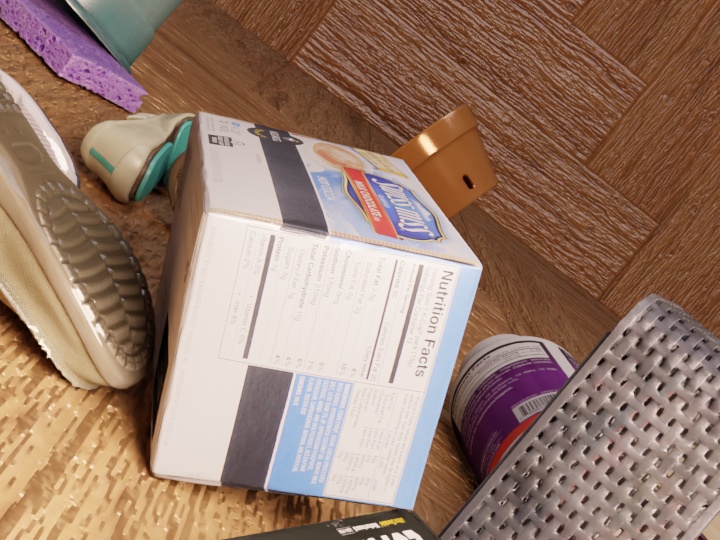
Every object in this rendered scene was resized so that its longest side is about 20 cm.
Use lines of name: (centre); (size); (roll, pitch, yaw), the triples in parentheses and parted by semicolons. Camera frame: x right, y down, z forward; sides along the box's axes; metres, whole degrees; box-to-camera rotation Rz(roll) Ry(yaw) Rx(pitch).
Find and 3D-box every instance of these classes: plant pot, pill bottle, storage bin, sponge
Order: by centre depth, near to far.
storage bin: (0.130, 0.120, 0.618); (0.094, 0.200, 0.135); (43, 11, 20)
pill bottle: (0.131, 0.120, 0.873); (0.112, 0.113, 0.200); (35, 11, -18)
sponge: (-0.302, -0.233, 1.152); (0.200, 0.030, 0.111); (44, 11, 27)
plant pot: (-0.244, -0.345, 1.231); (0.200, 0.196, 0.200); (45, -5, 5)
plant pot: (0.135, -0.162, 1.962); (0.140, 0.200, 0.200); (55, 11, 0)

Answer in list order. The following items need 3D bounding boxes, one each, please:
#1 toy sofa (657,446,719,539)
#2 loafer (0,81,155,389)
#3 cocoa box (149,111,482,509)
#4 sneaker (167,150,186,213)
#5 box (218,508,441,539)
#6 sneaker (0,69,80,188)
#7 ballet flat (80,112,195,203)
toy sofa: (0.404, 0.274, 1.291); (0.083, 0.097, 0.200); (61, -5, -35)
loafer: (-0.173, -0.021, 0.577); (0.201, 0.068, 0.076); (56, 17, 7)
cocoa box: (-0.034, 0.013, 0.617); (0.130, 0.134, 0.200); (11, 17, -13)
sneaker: (-0.063, -0.019, 0.923); (0.200, 0.070, 0.109); (45, 15, -1)
box: (0.024, 0.171, 0.468); (0.160, 0.049, 0.200); (41, 10, 24)
sneaker: (-0.230, -0.102, 0.689); (0.200, 0.078, 0.112); (39, 11, 4)
ballet flat: (-0.172, -0.099, 0.934); (0.069, 0.070, 0.200); (38, 10, -2)
